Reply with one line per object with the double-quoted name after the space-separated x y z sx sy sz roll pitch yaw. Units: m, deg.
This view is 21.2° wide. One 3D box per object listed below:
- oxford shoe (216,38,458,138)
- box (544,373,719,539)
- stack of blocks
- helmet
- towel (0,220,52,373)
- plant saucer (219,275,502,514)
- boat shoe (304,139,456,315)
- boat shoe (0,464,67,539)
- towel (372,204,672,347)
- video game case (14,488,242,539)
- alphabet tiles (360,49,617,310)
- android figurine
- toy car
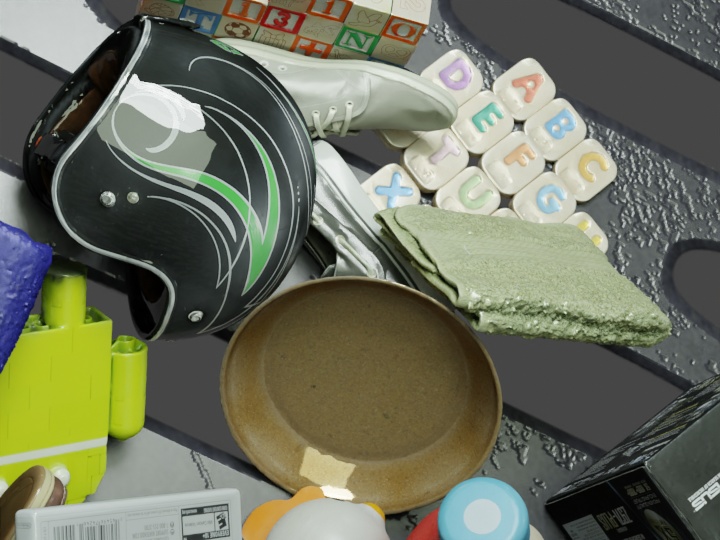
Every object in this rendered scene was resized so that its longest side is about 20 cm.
-0.028 -0.122 1.420 0.199 0.075 0.058 10 62 -2 "oxford shoe"
0.245 0.141 1.372 0.163 0.200 0.086 -35 87 -21 "box"
-0.057 -0.200 1.410 0.199 0.115 0.059 14 62 -12 "stack of blocks"
-0.123 -0.057 1.325 0.190 0.200 0.201 37 69 -22 "helmet"
-0.296 0.046 1.200 0.147 0.050 0.201 26 83 -7 "towel"
0.002 0.082 1.352 0.199 0.201 0.036 27 31 -8 "plant saucer"
0.000 0.000 1.411 0.064 0.071 0.200 -34 80 -21 "boat shoe"
-0.228 0.223 1.264 0.072 0.072 0.201 21 100 -21 "boat shoe"
0.118 0.002 1.372 0.199 0.148 0.037 8 116 -35 "towel"
-0.145 0.241 1.260 0.200 0.024 0.183 2 84 -54 "video game case"
0.099 -0.068 1.480 0.195 0.015 0.200 -37 88 -20 "alphabet tiles"
-0.227 0.096 1.288 0.181 0.041 0.201 -7 111 -34 "android figurine"
0.008 0.205 1.333 0.200 0.185 0.177 33 68 24 "toy car"
